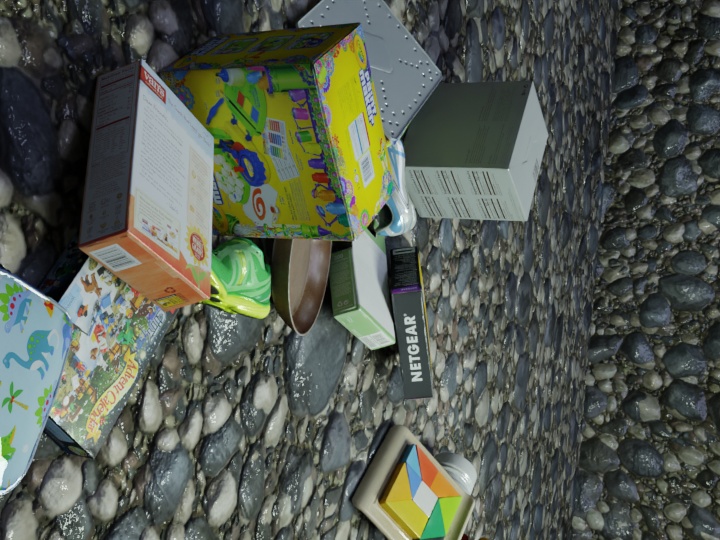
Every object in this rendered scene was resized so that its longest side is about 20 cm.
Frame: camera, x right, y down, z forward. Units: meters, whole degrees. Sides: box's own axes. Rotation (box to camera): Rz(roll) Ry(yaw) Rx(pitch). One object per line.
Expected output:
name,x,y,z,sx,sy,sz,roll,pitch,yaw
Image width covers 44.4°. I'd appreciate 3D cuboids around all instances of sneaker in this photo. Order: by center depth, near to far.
sneaker,-0.157,-0.002,0.989,0.200,0.074,0.084,41,58,-69
sneaker,0.031,-0.149,1.338,0.072,0.072,0.201,-20,102,-24

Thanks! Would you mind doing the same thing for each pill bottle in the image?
pill bottle,0.135,0.425,1.561,0.200,0.114,0.115,-55,139,-46

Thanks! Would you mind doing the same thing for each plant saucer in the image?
plant saucer,-0.077,-0.017,1.138,0.200,0.034,0.202,6,90,-78

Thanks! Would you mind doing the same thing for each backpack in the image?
backpack,-0.311,0.059,0.610,0.200,0.146,0.184,45,51,-52

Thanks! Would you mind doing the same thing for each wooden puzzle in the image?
wooden puzzle,0.096,0.377,1.446,0.200,0.037,0.185,45,44,-9

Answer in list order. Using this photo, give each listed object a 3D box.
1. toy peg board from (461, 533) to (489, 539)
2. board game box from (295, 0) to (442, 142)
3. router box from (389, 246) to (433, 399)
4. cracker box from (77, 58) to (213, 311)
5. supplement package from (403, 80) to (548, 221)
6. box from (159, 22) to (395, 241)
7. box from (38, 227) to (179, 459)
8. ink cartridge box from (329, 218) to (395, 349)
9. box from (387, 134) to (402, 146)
toy peg board,0.219,0.583,1.676,0.098,0.198,0.201,-68,151,-62
board game box,0.013,-0.299,1.230,0.200,0.026,0.200,48,44,-14
router box,0.083,0.084,1.422,0.149,0.051,0.201,-87,170,-62
cracker box,-0.198,-0.080,0.843,0.134,0.057,0.201,49,31,-53
supplement package,0.195,-0.204,1.509,0.147,0.199,0.192,58,45,-49
box,-0.086,-0.150,0.973,0.122,0.191,0.201,-53,139,-48
box,-0.252,0.056,0.839,0.137,0.037,0.201,63,40,-44
ink cartridge box,0.000,0.000,1.323,0.146,0.048,0.201,45,33,-56
box,0.033,-0.271,1.290,0.122,0.048,0.200,43,48,-16
